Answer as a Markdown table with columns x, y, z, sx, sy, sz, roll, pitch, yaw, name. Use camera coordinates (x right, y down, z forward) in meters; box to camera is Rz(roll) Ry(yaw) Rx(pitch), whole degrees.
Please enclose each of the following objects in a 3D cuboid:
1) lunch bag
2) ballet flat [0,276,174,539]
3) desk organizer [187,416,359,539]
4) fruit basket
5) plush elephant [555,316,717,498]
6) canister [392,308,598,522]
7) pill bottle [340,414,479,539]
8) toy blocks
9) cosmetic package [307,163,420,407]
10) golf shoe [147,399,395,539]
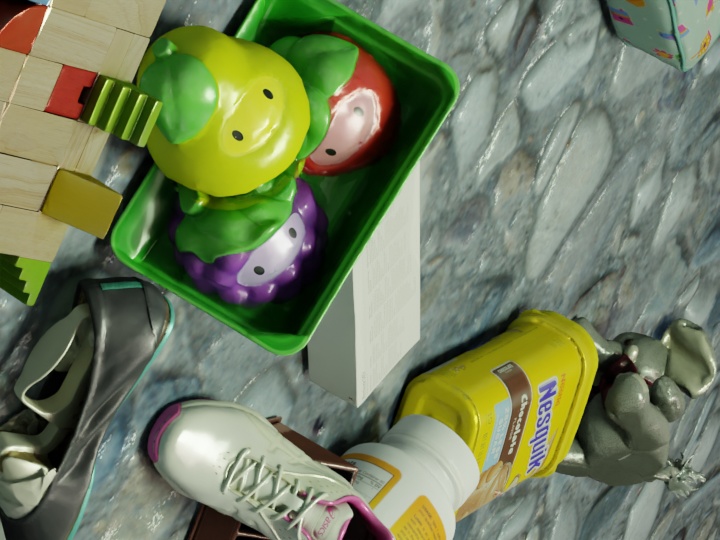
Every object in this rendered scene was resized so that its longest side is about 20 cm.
| x | y | z | sx | sy | sz | roll | pitch | yaw | name |
| --- | --- | --- | --- | --- | --- | --- | --- | --- | --- |
| 0.263 | -0.264 | 1.804 | 0.161 | 0.077 | 0.200 | -58 | 156 | -12 | lunch bag |
| -0.180 | 0.088 | 1.314 | 0.073 | 0.073 | 0.200 | -5 | 126 | -63 | ballet flat |
| -0.081 | 0.215 | 1.624 | 0.072 | 0.077 | 0.201 | -8 | 123 | -62 | desk organizer |
| -0.053 | -0.070 | 1.310 | 0.216 | 0.155 | 0.216 | -58 | 174 | -10 | fruit basket |
| 0.244 | 0.112 | 2.107 | 0.200 | 0.155 | 0.165 | 26 | 137 | -35 | plush elephant |
| 0.108 | 0.129 | 1.907 | 0.200 | 0.086 | 0.149 | -23 | 135 | -53 | canister |
| 0.004 | 0.205 | 1.743 | 0.200 | 0.111 | 0.111 | -45 | 151 | -34 | pill bottle |
| -0.182 | -0.090 | 1.091 | 0.137 | 0.100 | 0.200 | 12 | 105 | -54 | toy blocks |
| 0.000 | 0.000 | 1.588 | 0.083 | 0.051 | 0.200 | -48 | 153 | -33 | cosmetic package |
| -0.054 | 0.147 | 1.521 | 0.200 | 0.091 | 0.075 | 31 | 86 | -36 | golf shoe |
